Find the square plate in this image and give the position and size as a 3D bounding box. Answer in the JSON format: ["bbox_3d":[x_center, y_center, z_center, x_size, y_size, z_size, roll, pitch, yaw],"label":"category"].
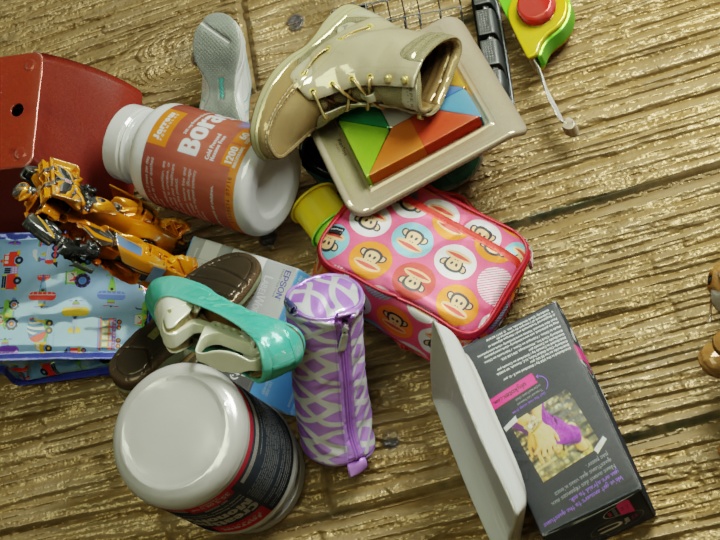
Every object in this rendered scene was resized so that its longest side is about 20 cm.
[{"bbox_3d":[0.113,0.167,1.473,0.028,0.200,0.200,-19,64,-7],"label":"square plate"}]

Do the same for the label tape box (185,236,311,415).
[{"bbox_3d":[-0.110,0.062,1.658,0.198,0.066,0.145,16,77,25],"label":"label tape box"}]

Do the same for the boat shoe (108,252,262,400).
[{"bbox_3d":[-0.174,0.064,1.607,0.071,0.077,0.200,31,62,36],"label":"boat shoe"}]

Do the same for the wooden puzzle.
[{"bbox_3d":[0.047,-0.165,1.601,0.198,0.037,0.186,-25,53,-1],"label":"wooden puzzle"}]

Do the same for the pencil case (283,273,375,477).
[{"bbox_3d":[-0.026,0.099,1.544,0.083,0.202,0.085,-27,41,-28],"label":"pencil case"}]

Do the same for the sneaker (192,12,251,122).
[{"bbox_3d":[-0.149,-0.183,1.761,0.070,0.080,0.203,5,92,13],"label":"sneaker"}]

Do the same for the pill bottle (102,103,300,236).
[{"bbox_3d":[-0.172,-0.114,1.665,0.198,0.112,0.113,17,77,27],"label":"pill bottle"}]

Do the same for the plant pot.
[{"bbox_3d":[-0.378,-0.140,1.762,0.198,0.176,0.202,-4,70,17],"label":"plant pot"}]

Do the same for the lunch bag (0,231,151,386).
[{"bbox_3d":[-0.304,0.035,1.720,0.198,0.094,0.152,-5,67,16],"label":"lunch bag"}]

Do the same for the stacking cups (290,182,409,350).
[{"bbox_3d":[0.000,0.000,1.646,0.060,0.061,0.201,-36,65,4],"label":"stacking cups"}]

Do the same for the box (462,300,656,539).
[{"bbox_3d":[0.189,0.152,1.488,0.105,0.122,0.201,-25,65,7],"label":"box"}]

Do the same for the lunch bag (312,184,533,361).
[{"bbox_3d":[0.068,-0.012,1.587,0.199,0.082,0.177,28,55,12],"label":"lunch bag"}]

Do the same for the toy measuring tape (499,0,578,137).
[{"bbox_3d":[0.207,-0.238,1.653,0.073,0.074,0.201,-26,65,9],"label":"toy measuring tape"}]

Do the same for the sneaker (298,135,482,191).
[{"bbox_3d":[0.027,-0.119,1.661,0.198,0.080,0.072,-3,79,21],"label":"sneaker"}]

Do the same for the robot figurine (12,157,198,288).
[{"bbox_3d":[-0.267,-0.050,1.629,0.058,0.199,0.146,-50,32,21],"label":"robot figurine"}]

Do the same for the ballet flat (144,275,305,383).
[{"bbox_3d":[-0.147,0.056,1.497,0.199,0.070,0.068,18,122,31],"label":"ballet flat"}]

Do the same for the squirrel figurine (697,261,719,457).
[{"bbox_3d":[0.412,0.060,1.456,0.198,0.142,0.188,-7,58,2],"label":"squirrel figurine"}]

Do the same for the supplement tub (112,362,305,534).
[{"bbox_3d":[-0.144,0.182,1.551,0.139,0.200,0.142,-6,69,17],"label":"supplement tub"}]

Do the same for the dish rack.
[{"bbox_3d":[0.059,-0.229,1.693,0.198,0.055,0.155,-9,67,6],"label":"dish rack"}]

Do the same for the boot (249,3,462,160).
[{"bbox_3d":[-0.004,-0.175,1.563,0.155,0.073,0.200,22,61,36],"label":"boot"}]
